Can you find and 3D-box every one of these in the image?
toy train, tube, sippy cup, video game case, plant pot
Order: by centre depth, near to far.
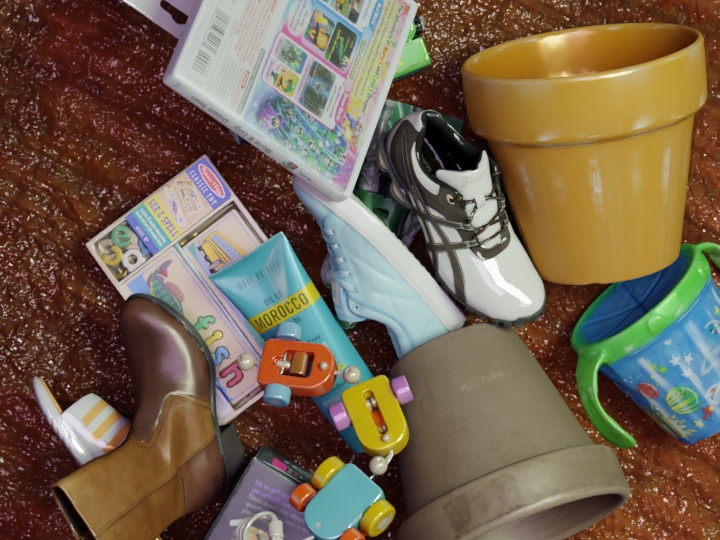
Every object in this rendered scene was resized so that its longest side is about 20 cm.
[{"bbox_3d":[-0.052,-0.183,1.648,0.182,0.024,0.201,34,59,-26],"label":"video game case"},{"bbox_3d":[-0.032,0.144,1.666,0.149,0.056,0.201,1,64,12],"label":"toy train"},{"bbox_3d":[0.193,-0.094,1.705,0.199,0.200,0.184,-9,107,0],"label":"plant pot"},{"bbox_3d":[0.102,0.144,1.708,0.199,0.200,0.175,-22,74,0],"label":"plant pot"},{"bbox_3d":[0.267,0.069,1.731,0.178,0.140,0.131,-38,101,10],"label":"sippy cup"},{"bbox_3d":[-0.040,0.063,1.736,0.077,0.050,0.200,-32,107,14],"label":"tube"},{"bbox_3d":[-0.033,-0.163,1.767,0.199,0.042,0.057,-22,101,0],"label":"toy train"}]

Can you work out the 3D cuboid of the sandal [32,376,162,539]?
[{"bbox_3d":[-0.203,0.164,1.751,0.059,0.079,0.207,-37,91,-8],"label":"sandal"}]

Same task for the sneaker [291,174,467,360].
[{"bbox_3d":[0.000,0.000,1.703,0.082,0.074,0.200,-44,107,0],"label":"sneaker"}]

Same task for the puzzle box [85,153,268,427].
[{"bbox_3d":[-0.127,0.018,1.774,0.133,0.025,0.200,-37,91,-1],"label":"puzzle box"}]

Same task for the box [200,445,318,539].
[{"bbox_3d":[-0.094,0.261,1.728,0.106,0.122,0.201,31,90,0],"label":"box"}]

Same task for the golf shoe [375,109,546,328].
[{"bbox_3d":[0.087,-0.043,1.675,0.078,0.095,0.200,-36,85,-24],"label":"golf shoe"}]

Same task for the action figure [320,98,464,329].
[{"bbox_3d":[0.013,-0.046,1.760,0.117,0.055,0.201,14,96,-14],"label":"action figure"}]

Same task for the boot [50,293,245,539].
[{"bbox_3d":[-0.194,0.137,1.681,0.068,0.200,0.189,-6,109,35],"label":"boot"}]

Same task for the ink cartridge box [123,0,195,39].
[{"bbox_3d":[-0.107,-0.282,1.691,0.117,0.067,0.201,33,61,-25],"label":"ink cartridge box"}]
